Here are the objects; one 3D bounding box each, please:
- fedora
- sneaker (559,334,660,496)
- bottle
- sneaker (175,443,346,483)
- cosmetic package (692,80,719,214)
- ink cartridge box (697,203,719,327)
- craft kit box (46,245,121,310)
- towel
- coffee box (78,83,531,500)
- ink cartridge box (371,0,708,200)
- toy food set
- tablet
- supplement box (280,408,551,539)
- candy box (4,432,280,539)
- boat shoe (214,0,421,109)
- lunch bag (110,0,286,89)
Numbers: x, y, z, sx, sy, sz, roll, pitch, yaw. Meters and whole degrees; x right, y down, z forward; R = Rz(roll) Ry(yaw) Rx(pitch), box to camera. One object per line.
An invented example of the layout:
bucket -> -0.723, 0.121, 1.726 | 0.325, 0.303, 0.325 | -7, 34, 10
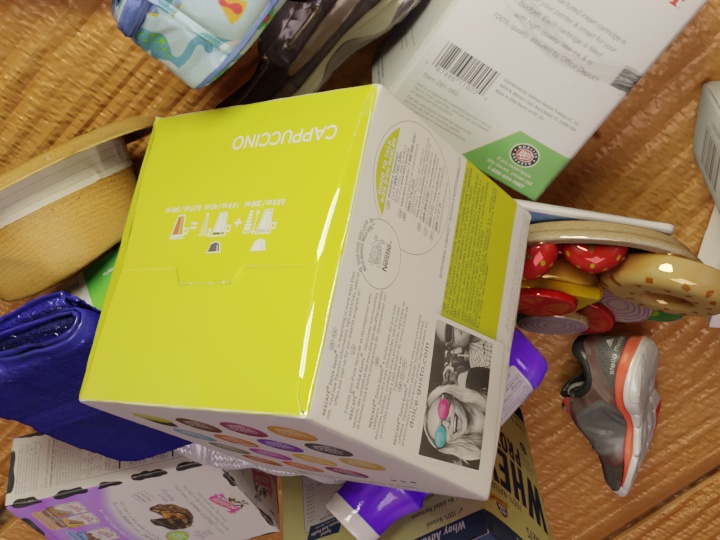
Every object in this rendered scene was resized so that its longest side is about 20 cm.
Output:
fedora -> -0.217, -0.036, 0.802 | 0.199, 0.201, 0.083 | -25, 97, 17
sneaker -> 0.225, 0.124, 1.033 | 0.081, 0.077, 0.202 | 15, 137, 25
bottle -> 0.057, 0.125, 0.880 | 0.200, 0.083, 0.065 | -47, 104, -9
sneaker -> -0.079, 0.113, 0.954 | 0.197, 0.114, 0.076 | 13, 114, 1
cosmetic package -> 0.358, -0.089, 0.836 | 0.197, 0.102, 0.075 | -3, 130, 0
ink cartridge box -> 0.385, -0.012, 0.916 | 0.197, 0.068, 0.118 | 2, 128, -3
craft kit box -> -0.166, 0.048, 0.892 | 0.199, 0.049, 0.197 | -29, 159, 26
towel -> -0.189, 0.080, 0.821 | 0.146, 0.050, 0.200 | -19, 147, 25
coffee box -> -0.030, 0.020, 0.740 | 0.198, 0.203, 0.197 | -2, 158, 38
ink cartridge box -> 0.120, -0.169, 0.777 | 0.145, 0.085, 0.201 | 26, 123, -21
toy food set -> 0.176, 0.012, 0.890 | 0.197, 0.049, 0.198 | 9, 163, -13
tablet -> 0.126, -0.030, 0.874 | 0.197, 0.014, 0.130 | 8, 164, -10
supplement box -> 0.046, 0.208, 0.987 | 0.198, 0.201, 0.134 | -29, 130, 21
candy box -> -0.193, 0.199, 1.041 | 0.197, 0.072, 0.168 | -14, 143, 10
boat shoe -> -0.037, -0.172, 0.789 | 0.199, 0.075, 0.073 | -39, 108, 18
lunch bag -> -0.067, -0.220, 0.688 | 0.082, 0.162, 0.200 | 33, 119, -19
